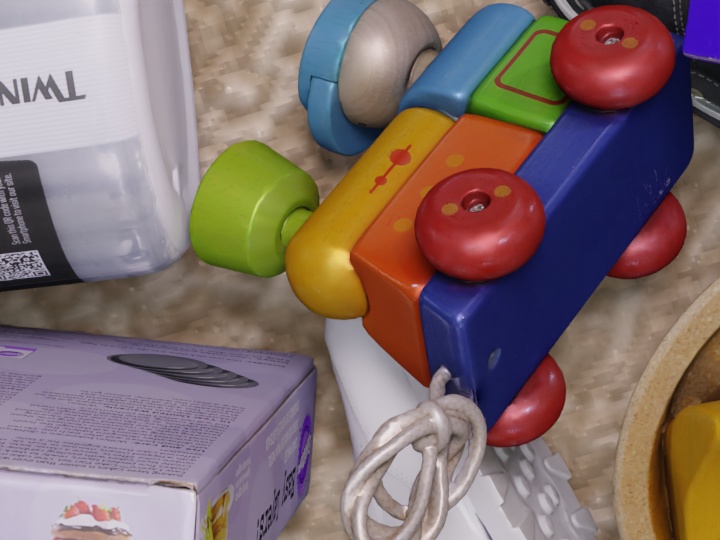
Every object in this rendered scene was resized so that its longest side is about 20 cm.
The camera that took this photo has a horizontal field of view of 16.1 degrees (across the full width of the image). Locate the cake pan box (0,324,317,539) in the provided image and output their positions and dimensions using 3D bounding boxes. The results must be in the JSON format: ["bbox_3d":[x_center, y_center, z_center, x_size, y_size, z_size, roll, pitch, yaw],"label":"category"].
[{"bbox_3d":[-0.123,0.051,0.702,0.200,0.184,0.052,5,97,6],"label":"cake pan box"}]

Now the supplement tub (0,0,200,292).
[{"bbox_3d":[-0.152,-0.049,0.727,0.200,0.123,0.123,-7,97,3],"label":"supplement tub"}]

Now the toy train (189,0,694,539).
[{"bbox_3d":[0.000,0.000,0.697,0.116,0.085,0.200,21,54,28],"label":"toy train"}]

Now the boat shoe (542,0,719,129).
[{"bbox_3d":[0.146,-0.052,0.748,0.200,0.072,0.068,32,136,-8],"label":"boat shoe"}]

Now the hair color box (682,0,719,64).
[{"bbox_3d":[0.191,-0.097,0.687,0.200,0.065,0.109,3,99,-29],"label":"hair color box"}]

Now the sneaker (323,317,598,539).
[{"bbox_3d":[0.031,0.097,0.765,0.080,0.076,0.200,-26,92,21],"label":"sneaker"}]

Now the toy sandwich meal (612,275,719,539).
[{"bbox_3d":[0.167,0.069,0.722,0.205,0.070,0.205,-3,123,-4],"label":"toy sandwich meal"}]
